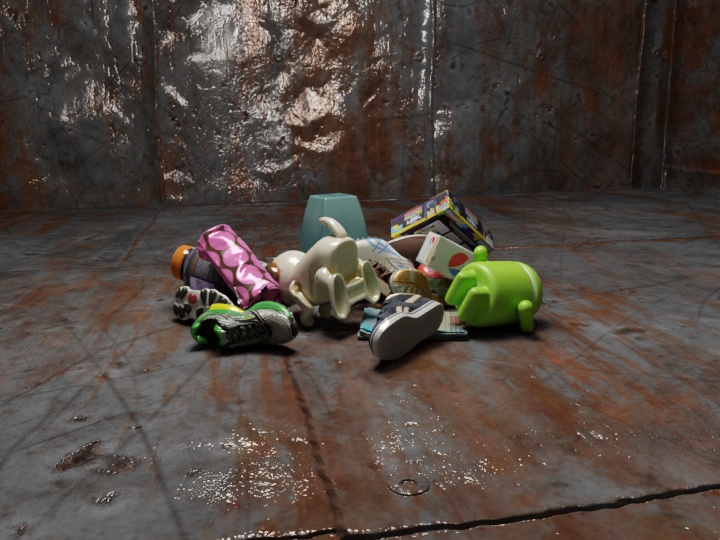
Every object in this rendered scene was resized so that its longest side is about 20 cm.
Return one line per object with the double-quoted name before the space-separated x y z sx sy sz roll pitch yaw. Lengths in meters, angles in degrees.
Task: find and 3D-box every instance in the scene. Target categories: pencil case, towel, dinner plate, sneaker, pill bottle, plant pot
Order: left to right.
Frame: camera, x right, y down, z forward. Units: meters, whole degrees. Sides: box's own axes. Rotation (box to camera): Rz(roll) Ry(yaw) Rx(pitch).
"sneaker" -0.279 0.069 1.315 0.082 0.082 0.198 4 9 -44
"pill bottle" -0.289 0.009 1.410 0.197 0.108 0.106 18 18 17
"pencil case" -0.231 0.001 1.289 0.093 0.092 0.200 -22 53 -34
"sneaker" -0.198 0.105 1.175 0.196 0.080 0.085 -4 20 20
"plant pot" -0.062 -0.081 1.672 0.139 0.205 0.141 -7 14 -29
"sneaker" 0.050 -0.013 1.479 0.071 0.074 0.198 -34 -43 32
"sneaker" 0.059 0.091 1.150 0.078 0.080 0.199 20 21 31
"dinner plate" 0.091 -0.033 1.575 0.196 0.025 0.201 -14 -27 -7
"sneaker" 0.104 0.041 1.387 0.086 0.077 0.198 1 -9 38
"towel" 0.097 0.097 1.276 0.195 0.022 0.147 0 13 5

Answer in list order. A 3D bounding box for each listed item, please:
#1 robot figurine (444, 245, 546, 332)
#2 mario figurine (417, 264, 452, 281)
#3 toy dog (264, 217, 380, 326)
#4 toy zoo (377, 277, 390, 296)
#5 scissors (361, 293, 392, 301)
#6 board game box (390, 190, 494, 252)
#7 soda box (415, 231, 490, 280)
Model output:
"robot figurine" 0.252 0.043 1.269 0.197 0.117 0.176 -1 38 -34
"mario figurine" 0.213 -0.006 1.529 0.197 0.108 0.122 -7 7 -37
"toy dog" -0.093 0.010 1.302 0.197 0.197 0.139 -7 19 40
"toy zoo" 0.000 0.000 1.443 0.130 0.021 0.200 37 0 -4
"scissors" 0.004 0.059 1.483 0.197 0.014 0.073 -11 18 -33
"board game box" 0.192 -0.083 1.608 0.163 0.058 0.199 -24 -42 31
"soda box" 0.217 -0.005 1.418 0.197 0.069 0.064 26 3 -20
